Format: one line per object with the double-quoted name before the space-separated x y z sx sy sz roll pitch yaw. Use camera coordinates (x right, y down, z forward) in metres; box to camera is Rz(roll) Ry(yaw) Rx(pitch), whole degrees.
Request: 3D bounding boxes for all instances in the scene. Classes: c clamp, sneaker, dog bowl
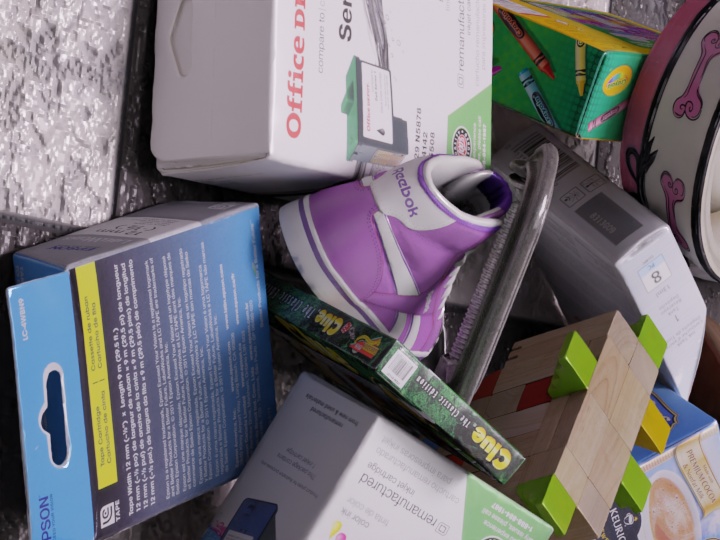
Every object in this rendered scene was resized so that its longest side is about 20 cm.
"c clamp" 0.071 0.012 1.550 0.171 0.027 0.200 -71 -178 -70
"sneaker" 0.040 -0.006 1.523 0.200 0.114 0.073 42 25 -69
"dog bowl" 0.236 -0.095 1.708 0.200 0.074 0.200 -34 136 -40

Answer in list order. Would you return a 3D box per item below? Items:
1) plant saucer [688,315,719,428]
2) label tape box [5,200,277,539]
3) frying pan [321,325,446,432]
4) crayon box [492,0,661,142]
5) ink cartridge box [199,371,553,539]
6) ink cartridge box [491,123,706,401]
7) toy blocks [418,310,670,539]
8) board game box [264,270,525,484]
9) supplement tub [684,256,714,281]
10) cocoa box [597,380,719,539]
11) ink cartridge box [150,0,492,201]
"plant saucer" 0.222 0.112 1.817 0.029 0.200 0.200 -13 105 -20
"label tape box" -0.127 0.053 1.413 0.200 0.066 0.143 -20 110 -51
"frying pan" -0.007 0.012 1.612 0.190 0.031 0.115 58 45 -26
"crayon box" 0.148 -0.126 1.739 0.200 0.119 0.058 0 111 -55
"ink cartridge box" -0.014 0.179 1.456 0.145 0.087 0.200 35 85 -34
"ink cartridge box" 0.171 0.017 1.759 0.047 0.160 0.200 -38 128 -8
"toy blocks" 0.090 0.106 1.621 0.100 0.137 0.200 54 36 -23
"board game box" 0.004 0.051 1.475 0.023 0.200 0.105 -49 117 -8
"supplement tub" 0.292 -0.091 1.957 0.123 0.122 0.200 11 83 -55
"cocoa box" 0.161 0.179 1.739 0.131 0.133 0.200 -26 118 -16
"ink cartridge box" -0.017 -0.113 1.525 0.200 0.084 0.146 9 79 -52
